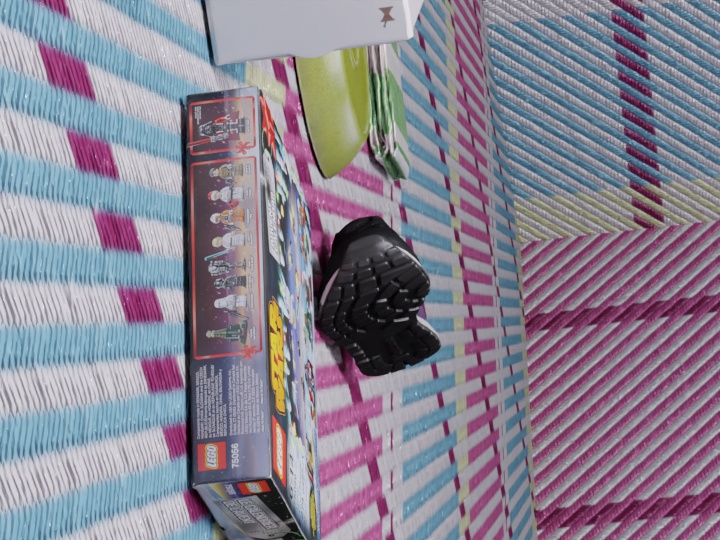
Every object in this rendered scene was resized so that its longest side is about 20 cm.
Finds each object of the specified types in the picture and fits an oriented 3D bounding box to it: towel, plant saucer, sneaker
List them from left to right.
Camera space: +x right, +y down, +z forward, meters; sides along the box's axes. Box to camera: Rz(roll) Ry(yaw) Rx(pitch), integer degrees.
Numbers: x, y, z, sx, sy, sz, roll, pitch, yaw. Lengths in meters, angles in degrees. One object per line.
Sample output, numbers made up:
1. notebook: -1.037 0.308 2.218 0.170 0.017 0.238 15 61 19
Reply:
1. plant saucer: -0.019 -0.164 1.615 0.200 0.031 0.200 -7 90 -83
2. sneaker: 0.000 0.000 1.539 0.200 0.076 0.088 76 -5 -70
3. towel: 0.017 -0.181 1.980 0.153 0.023 0.200 38 44 -81

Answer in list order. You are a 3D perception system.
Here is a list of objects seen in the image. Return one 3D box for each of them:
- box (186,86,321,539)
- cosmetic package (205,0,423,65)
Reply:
1. box: -0.050 0.031 1.132 0.137 0.040 0.200 68 17 -64
2. cosmetic package: -0.021 -0.173 1.286 0.200 0.107 0.085 -75 158 -75
